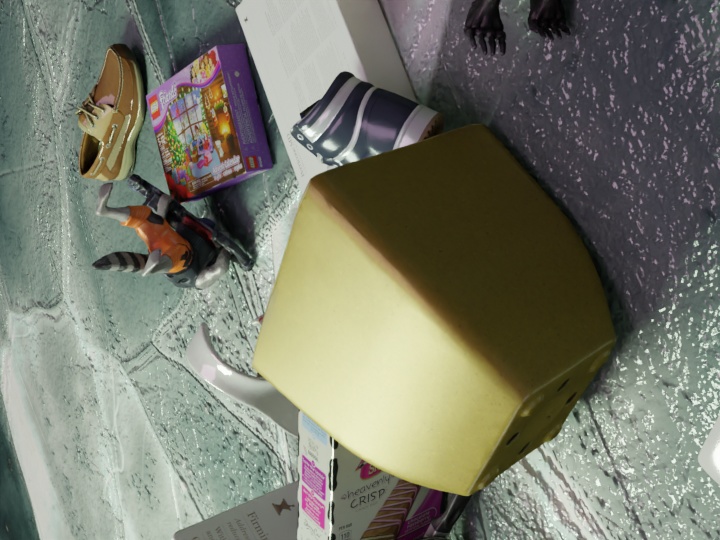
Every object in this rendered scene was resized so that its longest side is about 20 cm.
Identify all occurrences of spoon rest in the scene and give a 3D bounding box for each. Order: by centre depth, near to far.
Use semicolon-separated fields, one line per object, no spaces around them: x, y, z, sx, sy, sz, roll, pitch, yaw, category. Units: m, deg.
-0.073;0.114;0.941;0.100;0.198;0.061;-58;23;22;spoon rest

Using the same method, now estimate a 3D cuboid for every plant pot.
0.067;0.044;0.722;0.200;0.193;0.197;45;135;25;plant pot

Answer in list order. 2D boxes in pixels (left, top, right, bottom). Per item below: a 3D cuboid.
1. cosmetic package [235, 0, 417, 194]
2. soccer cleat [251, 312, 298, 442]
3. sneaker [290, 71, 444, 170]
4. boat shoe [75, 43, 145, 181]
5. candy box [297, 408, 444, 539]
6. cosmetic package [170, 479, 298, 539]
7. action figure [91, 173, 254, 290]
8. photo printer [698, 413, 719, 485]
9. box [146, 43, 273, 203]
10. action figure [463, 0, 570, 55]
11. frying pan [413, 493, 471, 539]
-0.034;-0.190;0.886;0.150;0.051;0.202;-29;79;51;cosmetic package
-0.068;0.131;1.019;0.068;0.084;0.203;9;109;52;soccer cleat
-0.011;-0.071;0.808;0.108;0.070;0.201;30;130;9;sneaker
-0.335;-0.199;1.281;0.076;0.073;0.202;46;136;34;boat shoe
0.013;0.184;0.881;0.061;0.135;0.203;27;124;48;candy box
-0.092;0.350;1.031;0.168;0.198;0.167;52;140;28;cosmetic package
-0.233;-0.035;1.111;0.199;0.193;0.105;34;92;26;action figure
0.297;0.108;0.518;0.200;0.069;0.168;45;135;36;photo printer
-0.177;-0.161;1.105;0.199;0.039;0.139;-13;91;55;box
0.124;-0.236;0.604;0.103;0.117;0.202;-116;24;-43;action figure
0.052;0.257;0.877;0.031;0.113;0.193;34;128;57;frying pan
